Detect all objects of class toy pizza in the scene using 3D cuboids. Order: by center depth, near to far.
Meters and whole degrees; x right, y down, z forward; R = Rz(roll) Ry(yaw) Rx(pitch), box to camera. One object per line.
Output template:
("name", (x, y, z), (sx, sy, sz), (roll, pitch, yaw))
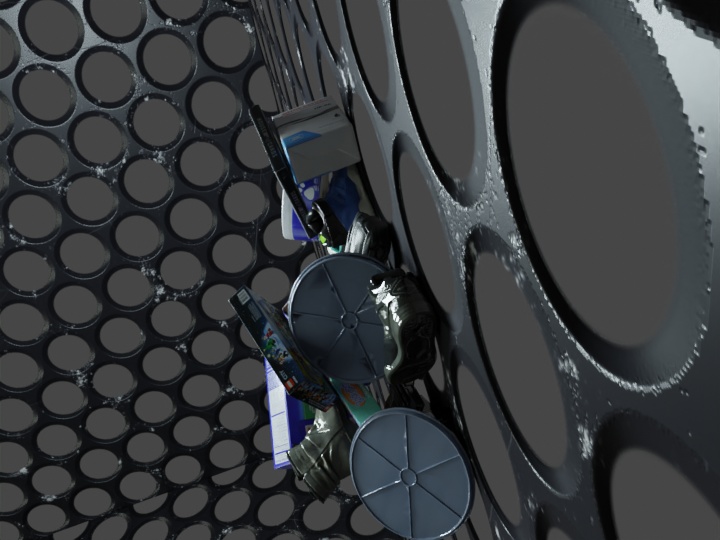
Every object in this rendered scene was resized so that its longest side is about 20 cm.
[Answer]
("toy pizza", (0.075, 0.292, 1.029), (0.032, 0.196, 0.205), (-25, -81, -60))
("toy pizza", (-0.013, 0.070, 1.064), (0.032, 0.195, 0.205), (-51, -53, -69))

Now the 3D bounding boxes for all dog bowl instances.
("dog bowl", (-0.116, -0.166, 1.532), (0.200, 0.077, 0.206), (6, -90, -89))

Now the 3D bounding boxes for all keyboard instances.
("keyboard", (0.074, 0.195, 1.133), (0.200, 0.020, 0.130), (-136, 62, -82))

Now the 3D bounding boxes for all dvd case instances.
("dvd case", (-0.131, -0.166, 1.230), (0.201, 0.024, 0.152), (66, 179, -59))

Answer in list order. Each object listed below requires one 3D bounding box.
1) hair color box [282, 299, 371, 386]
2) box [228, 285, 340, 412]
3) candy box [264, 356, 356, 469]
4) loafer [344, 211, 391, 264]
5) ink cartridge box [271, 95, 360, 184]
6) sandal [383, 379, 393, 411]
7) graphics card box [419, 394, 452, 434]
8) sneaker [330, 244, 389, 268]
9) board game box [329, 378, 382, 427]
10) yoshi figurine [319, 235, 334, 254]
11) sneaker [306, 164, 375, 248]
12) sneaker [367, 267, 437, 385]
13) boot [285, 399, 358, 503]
("hair color box", (-0.029, 0.094, 1.246), (0.199, 0.110, 0.065), (38, 168, 8))
("box", (-0.121, 0.127, 1.142), (0.201, 0.038, 0.137), (51, -178, 31))
("candy box", (-0.077, 0.244, 1.281), (0.077, 0.166, 0.205), (-31, 62, 51))
("loafer", (-0.002, 0.006, 1.111), (0.070, 0.067, 0.204), (42, 130, 39))
("ink cartridge box", (-0.081, -0.230, 1.197), (0.201, 0.114, 0.069), (-118, 9, -58))
("sandal", (0.067, 0.255, 1.307), (0.082, 0.054, 0.202), (48, -162, -43))
("graphics card box", (0.114, 0.282, 1.130), (0.200, 0.050, 0.128), (-169, 63, -82))
("sneaker", (0.000, 0.000, 1.206), (0.078, 0.089, 0.202), (78, 172, -49))
("board game box", (0.030, 0.267, 1.172), (0.202, 0.044, 0.152), (62, 172, -29))
("yoshi figurine", (-0.040, -0.024, 1.498), (0.112, 0.110, 0.204), (121, 137, -60))
("sneaker", (-0.049, -0.125, 1.216), (0.077, 0.109, 0.203), (82, 169, -58))
("sneaker", (0.057, 0.074, 0.983), (0.202, 0.074, 0.116), (86, 167, -53))
("boot", (-0.074, 0.268, 1.175), (0.201, 0.129, 0.068), (53, 173, 31))
